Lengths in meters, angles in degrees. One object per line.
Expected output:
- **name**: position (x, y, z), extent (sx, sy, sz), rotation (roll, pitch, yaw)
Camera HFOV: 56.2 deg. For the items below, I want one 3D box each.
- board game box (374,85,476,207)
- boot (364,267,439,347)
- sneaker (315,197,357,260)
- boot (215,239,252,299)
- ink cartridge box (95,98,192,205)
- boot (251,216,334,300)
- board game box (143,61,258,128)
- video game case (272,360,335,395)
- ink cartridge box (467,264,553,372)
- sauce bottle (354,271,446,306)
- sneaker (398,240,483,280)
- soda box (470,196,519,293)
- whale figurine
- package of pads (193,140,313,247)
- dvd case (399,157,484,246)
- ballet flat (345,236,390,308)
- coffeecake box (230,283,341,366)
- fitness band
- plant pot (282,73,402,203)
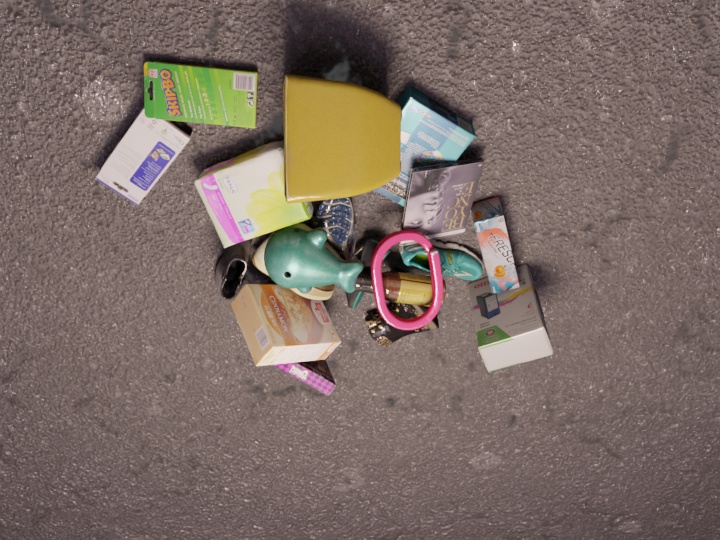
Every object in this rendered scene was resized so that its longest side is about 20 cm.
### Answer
- **board game box**: position (0.098, -0.224, 1.273), extent (0.149, 0.047, 0.201), rotation (25, 127, -21)
- **boot**: position (0.075, 0.091, 1.533), extent (0.149, 0.074, 0.200), rotation (-26, 132, 21)
- **sneaker**: position (-0.043, -0.084, 1.376), extent (0.075, 0.086, 0.203), rotation (14, 126, 12)
- **boot**: position (-0.277, 0.016, 1.423), extent (0.068, 0.133, 0.202), rotation (10, 130, -10)
- **ink cartridge box**: position (-0.413, -0.221, 1.280), extent (0.099, 0.040, 0.199), rotation (34, 121, -26)
- **boot**: position (-0.111, -0.031, 1.425), extent (0.198, 0.073, 0.155), rotation (29, 123, -20)
- **board game box**: position (-0.281, -0.310, 1.190), extent (0.195, 0.030, 0.098), rotation (4, 109, -7)
- **video game case**: position (-0.159, 0.186, 1.543), extent (0.198, 0.182, 0.036), rotation (34, 99, -27)
- **ink cartridge box**: position (0.319, 0.100, 1.454), extent (0.143, 0.202, 0.088), rotation (-19, 126, 17)
- **sauce bottle**: position (0.079, 0.034, 1.410), extent (0.195, 0.067, 0.067), rotation (9, 131, -11)
- **sneaker**: position (0.171, -0.013, 1.435), extent (0.196, 0.081, 0.078), rotation (16, 130, -15)
- **soda box**: position (0.282, -0.050, 1.408), extent (0.062, 0.069, 0.202), rotation (-14, 129, 12)
- **whale figurine**: position (-0.097, -0.007, 1.327), extent (0.196, 0.104, 0.161), rotation (22, 125, -1)
- **package of pads**: position (-0.206, -0.150, 1.302), extent (0.196, 0.069, 0.157), rotation (-17, 113, 12)
- **dvd case**: position (0.156, -0.131, 1.327), extent (0.145, 0.016, 0.202), rotation (-11, 142, -15)
- **ballet flat**: position (0.000, 0.000, 1.462), extent (0.072, 0.074, 0.201), rotation (16, 135, -14)
- **coffeecake box**: position (-0.157, 0.113, 1.439), extent (0.198, 0.155, 0.073), rotation (3, 141, -48)
- **fitness band**: position (0.094, 0.021, 1.356), extent (0.140, 0.037, 0.205), rotation (-11, 106, -7)
- **plant pot**: position (-0.033, -0.220, 1.148), extent (0.195, 0.194, 0.200), rotation (0, 101, -8)
